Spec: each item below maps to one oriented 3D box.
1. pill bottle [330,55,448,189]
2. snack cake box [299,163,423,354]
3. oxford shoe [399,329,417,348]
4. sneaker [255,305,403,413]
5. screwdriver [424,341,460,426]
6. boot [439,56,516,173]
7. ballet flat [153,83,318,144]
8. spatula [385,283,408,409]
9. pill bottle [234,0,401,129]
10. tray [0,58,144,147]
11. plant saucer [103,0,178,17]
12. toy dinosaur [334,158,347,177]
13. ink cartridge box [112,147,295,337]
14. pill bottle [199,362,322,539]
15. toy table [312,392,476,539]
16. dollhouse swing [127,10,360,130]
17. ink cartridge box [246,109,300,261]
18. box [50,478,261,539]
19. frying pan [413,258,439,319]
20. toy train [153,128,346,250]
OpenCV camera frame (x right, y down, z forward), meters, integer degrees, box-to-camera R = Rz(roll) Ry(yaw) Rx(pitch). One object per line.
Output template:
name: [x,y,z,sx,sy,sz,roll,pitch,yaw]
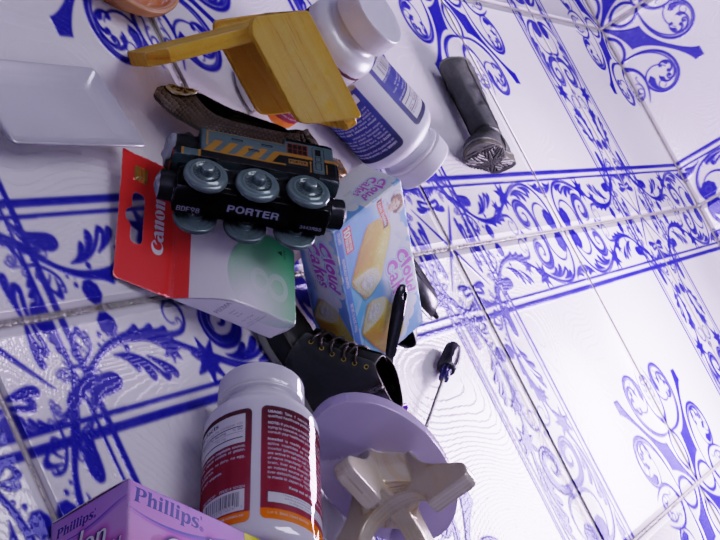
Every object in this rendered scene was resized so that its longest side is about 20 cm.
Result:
pill bottle: [0.026,-0.211,1.889,0.200,0.119,0.120,46,29,-25]
snack cake box: [0.000,0.000,1.532,0.115,0.067,0.201,-37,133,-32]
oxford shoe: [0.015,0.047,1.658,0.199,0.071,0.073,19,50,-53]
sneaker: [-0.034,0.084,1.490,0.201,0.106,0.075,59,27,0]
screwdriver: [0.103,0.150,1.752,0.200,0.028,0.029,-67,150,-56]
boot: [0.184,-0.267,2.276,0.182,0.072,0.202,23,48,-70]
ballet flat: [-0.135,-0.167,1.537,0.199,0.047,0.067,25,24,-4]
spatula: [0.037,0.114,1.550,0.056,0.020,0.202,-14,110,-57]
pill bottle: [-0.053,-0.270,1.723,0.109,0.199,0.110,41,31,-31]
tray: [-0.305,-0.160,1.360,0.108,0.022,0.200,56,25,13]
plant saucer: [-0.292,-0.378,1.607,0.200,0.037,0.201,42,32,-33]
toy dinosaur: [-0.017,-0.080,1.745,0.106,0.060,0.201,27,41,-49]
ink cartridge box: [-0.155,-0.035,1.418,0.199,0.050,0.162,26,48,-36]
pill bottle: [-0.092,0.189,1.273,0.113,0.113,0.201,38,34,-35]
toy table: [0.028,0.230,1.396,0.200,0.184,0.117,37,15,-21]
dollhouse swing: [-0.134,-0.203,1.532,0.183,0.175,0.200,62,-12,-17]
ink cartridge box: [-0.119,-0.088,1.592,0.177,0.045,0.200,56,27,-4]
box: [-0.150,0.296,1.079,0.176,0.096,0.201,35,34,-39]
frying pan: [0.078,0.030,1.674,0.190,0.031,0.115,49,10,-40]
toy train: [-0.111,-0.089,1.405,0.198,0.086,0.115,9,42,-13]
